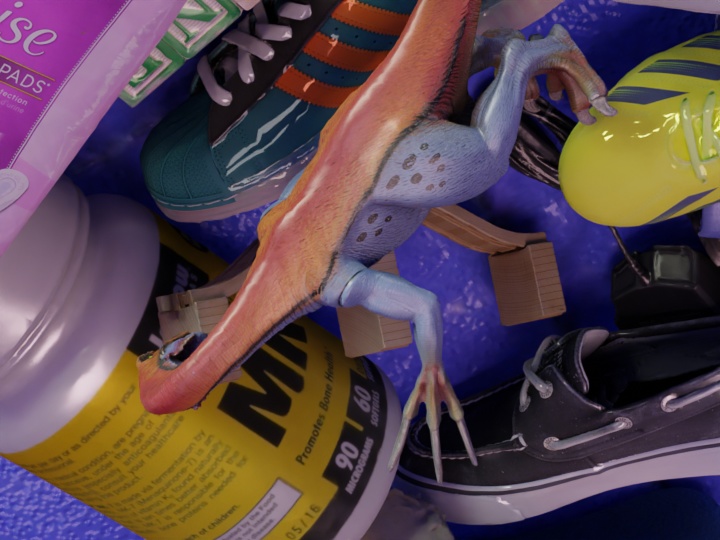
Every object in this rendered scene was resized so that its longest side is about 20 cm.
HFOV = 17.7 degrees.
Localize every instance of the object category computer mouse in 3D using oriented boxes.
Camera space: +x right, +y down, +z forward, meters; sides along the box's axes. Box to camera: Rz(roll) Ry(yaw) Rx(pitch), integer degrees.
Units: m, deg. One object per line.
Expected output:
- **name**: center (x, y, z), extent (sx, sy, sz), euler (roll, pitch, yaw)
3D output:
- **computer mouse**: center (0.116, -0.015, 0.978), extent (0.058, 0.034, 0.200), euler (-9, 134, 43)

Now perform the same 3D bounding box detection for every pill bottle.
- **pill bottle**: center (-0.088, 0.041, 0.924), extent (0.200, 0.115, 0.114), euler (35, 114, -31)

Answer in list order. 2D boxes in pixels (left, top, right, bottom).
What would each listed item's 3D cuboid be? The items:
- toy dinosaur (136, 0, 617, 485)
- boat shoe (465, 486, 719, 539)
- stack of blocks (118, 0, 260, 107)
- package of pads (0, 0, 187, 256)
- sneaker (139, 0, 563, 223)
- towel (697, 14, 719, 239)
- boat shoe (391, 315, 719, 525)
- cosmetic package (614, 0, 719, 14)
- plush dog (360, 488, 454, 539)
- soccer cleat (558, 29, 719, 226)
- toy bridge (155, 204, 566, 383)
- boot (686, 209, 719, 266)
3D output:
- **toy dinosaur**: center (-0.011, -0.029, 0.798), extent (0.181, 0.105, 0.201), euler (-31, 123, -15)
- **boat shoe**: center (0.083, 0.167, 1.076), extent (0.199, 0.084, 0.069), euler (-12, 132, 0)
- **stack of blocks**: center (-0.113, -0.116, 0.835), extent (0.200, 0.059, 0.115), euler (-39, 124, 18)
- **package of pads**: center (-0.149, -0.070, 0.777), extent (0.120, 0.076, 0.200), euler (25, 119, -30)
- **sneaker**: center (-0.010, -0.100, 0.866), extent (0.200, 0.071, 0.080), euler (-35, 125, 5)
- **towel**: center (0.238, -0.078, 0.913), extent (0.199, 0.024, 0.146), euler (2, 109, 3)
- **boat shoe**: center (0.097, 0.056, 0.980), extent (0.199, 0.072, 0.068), euler (-10, 126, 26)
- **cosmetic package**: center (0.067, -0.186, 0.781), extent (0.200, 0.081, 0.113), euler (31, 83, -32)
- **plush dog**: center (0.047, 0.210, 0.980), extent (0.199, 0.161, 0.172), euler (14, 135, 3)
- **soccer cleat**: center (0.169, -0.061, 0.866), extent (0.199, 0.084, 0.065), euler (-16, 109, 9)
- **toy bridge**: center (0.000, 0.000, 0.913), extent (0.199, 0.068, 0.027), euler (-9, 177, -41)
- **boot**: center (0.243, -0.007, 0.986), extent (0.132, 0.070, 0.200), euler (-40, 126, 14)
